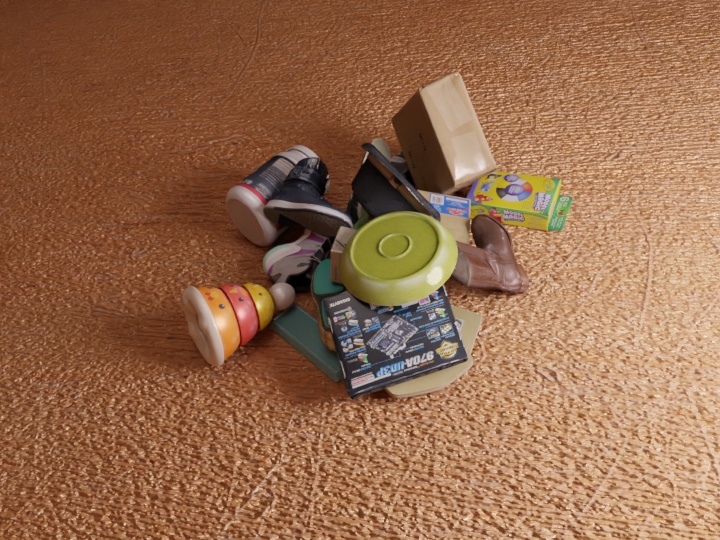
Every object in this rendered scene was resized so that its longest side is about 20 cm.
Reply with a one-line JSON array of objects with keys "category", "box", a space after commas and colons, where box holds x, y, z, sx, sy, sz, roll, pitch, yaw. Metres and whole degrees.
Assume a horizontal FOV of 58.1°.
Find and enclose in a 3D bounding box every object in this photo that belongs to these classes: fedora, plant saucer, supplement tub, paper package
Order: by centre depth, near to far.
[{"category": "plant saucer", "box": [0.057, -0.031, 1.043, 0.195, 0.031, 0.203, -9, 45, 9]}, {"category": "plant saucer", "box": [-0.082, 0.121, 1.152, 0.070, 0.019, 0.199, -37, 47, -24]}, {"category": "fedora", "box": [0.052, -0.133, 1.177, 0.092, 0.200, 0.201, -44, 44, 9]}, {"category": "paper package", "box": [0.162, -0.258, 1.307, 0.102, 0.204, 0.190, -23, 1, -17]}, {"category": "supplement tub", "box": [-0.174, -0.161, 1.379, 0.139, 0.142, 0.200, 25, 54, 34]}]

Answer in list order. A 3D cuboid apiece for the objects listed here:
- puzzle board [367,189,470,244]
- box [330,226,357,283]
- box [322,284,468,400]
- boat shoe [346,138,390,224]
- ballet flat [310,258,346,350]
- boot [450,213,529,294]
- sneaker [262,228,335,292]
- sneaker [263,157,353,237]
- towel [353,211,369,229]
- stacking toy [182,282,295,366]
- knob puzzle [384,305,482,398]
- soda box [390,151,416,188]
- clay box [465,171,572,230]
[{"category": "puzzle board", "box": [0.112, -0.090, 1.234, 0.195, 0.018, 0.153, 10, 56, -1]}, {"category": "box", "box": [0.048, -0.008, 1.130, 0.196, 0.083, 0.069, 11, 46, 9]}, {"category": "box", "box": [0.053, 0.095, 1.025, 0.196, 0.046, 0.162, -18, 72, 0]}, {"category": "boat shoe", "box": [0.013, -0.186, 1.373, 0.067, 0.071, 0.204, -12, 60, 54]}, {"category": "ballet flat", "box": [-0.052, 0.062, 1.152, 0.069, 0.072, 0.202, -12, 38, 1]}, {"category": "boot", "box": [0.191, -0.040, 1.124, 0.197, 0.065, 0.188, 7, 42, -41]}, {"category": "sneaker", "box": [-0.083, -0.018, 1.256, 0.198, 0.078, 0.140, -36, 48, -2]}, {"category": "sneaker", "box": [-0.076, -0.147, 1.252, 0.199, 0.078, 0.147, 15, 58, 30]}, {"category": "towel", "box": [0.093, -0.064, 1.243, 0.198, 0.031, 0.150, 32, 59, 13]}, {"category": "stacking toy", "box": [-0.207, 0.068, 1.165, 0.197, 0.149, 0.146, -23, 42, -28]}, {"category": "knob puzzle", "box": [0.093, 0.133, 1.084, 0.214, 0.031, 0.223, -3, 48, 3]}, {"category": "soda box", "box": [0.141, -0.243, 1.448, 0.198, 0.064, 0.071, -33, 46, -21]}, {"category": "clay box", "box": [0.321, -0.144, 1.311, 0.196, 0.048, 0.116, 10, 48, 24]}]
